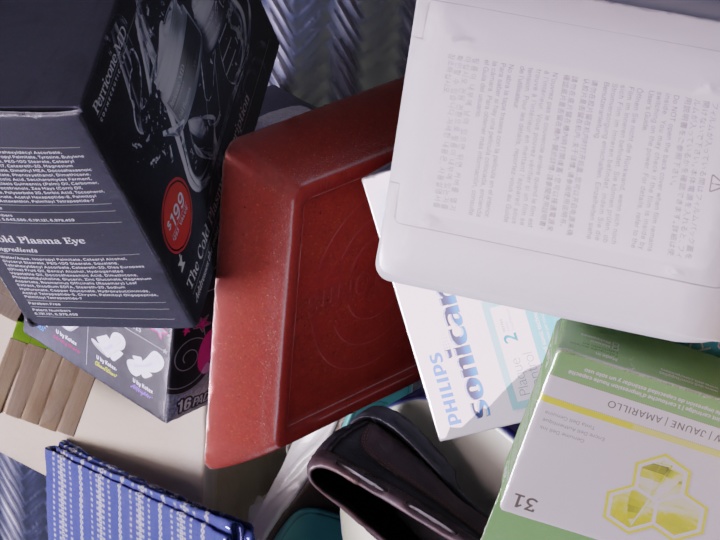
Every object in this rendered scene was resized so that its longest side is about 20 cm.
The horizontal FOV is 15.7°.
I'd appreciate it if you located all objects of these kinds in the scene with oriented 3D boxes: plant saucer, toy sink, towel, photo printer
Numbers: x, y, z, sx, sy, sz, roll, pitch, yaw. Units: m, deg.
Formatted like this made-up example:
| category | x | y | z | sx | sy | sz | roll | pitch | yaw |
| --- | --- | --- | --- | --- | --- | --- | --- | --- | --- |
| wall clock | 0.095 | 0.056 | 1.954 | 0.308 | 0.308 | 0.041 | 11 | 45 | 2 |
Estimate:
| category | x | y | z | sx | sy | sz | roll | pitch | yaw |
| --- | --- | --- | --- | --- | --- | --- | --- | --- | --- |
| plant saucer | 0.000 | 0.000 | 1.448 | 0.037 | 0.199 | 0.201 | 27 | 124 | 35 |
| toy sink | -0.137 | 0.072 | 1.686 | 0.199 | 0.112 | 0.131 | 21 | 120 | 34 |
| towel | -0.130 | 0.195 | 1.613 | 0.200 | 0.024 | 0.146 | 18 | 114 | 47 |
| photo printer | 0.117 | -0.057 | 1.256 | 0.199 | 0.069 | 0.167 | 11 | 101 | 16 |

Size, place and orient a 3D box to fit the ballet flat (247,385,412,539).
| category | x | y | z | sx | sy | sz | roll | pitch | yaw |
| --- | --- | --- | --- | --- | --- | --- | --- | --- | --- |
| ballet flat | -0.031 | 0.135 | 1.601 | 0.069 | 0.069 | 0.201 | 28 | 94 | 35 |

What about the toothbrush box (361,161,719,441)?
| category | x | y | z | sx | sy | sz | roll | pitch | yaw |
| --- | --- | --- | --- | --- | --- | --- | --- | --- | --- |
| toothbrush box | 0.120 | -0.011 | 1.346 | 0.199 | 0.085 | 0.147 | -13 | 97 | 21 |

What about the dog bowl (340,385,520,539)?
| category | x | y | z | sx | sy | sz | roll | pitch | yaw |
| --- | --- | --- | --- | --- | --- | --- | --- | --- | --- |
| dog bowl | 0.083 | 0.155 | 1.516 | 0.200 | 0.079 | 0.201 | 21 | 121 | 40 |

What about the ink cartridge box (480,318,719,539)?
| category | x | y | z | sx | sy | sz | roll | pitch | yaw |
| --- | --- | --- | --- | --- | --- | --- | --- | --- | --- |
| ink cartridge box | 0.140 | 0.128 | 1.326 | 0.145 | 0.048 | 0.201 | 18 | 121 | 0 |

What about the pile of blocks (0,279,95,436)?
| category | x | y | z | sx | sy | sz | roll | pitch | yaw |
| --- | --- | --- | --- | --- | --- | --- | --- | --- | --- |
| pile of blocks | -0.195 | 0.000 | 1.603 | 0.062 | 0.082 | 0.201 | -152 | 58 | -85 |

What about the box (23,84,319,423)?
| category | x | y | z | sx | sy | sz | roll | pitch | yaw |
| --- | --- | --- | --- | --- | --- | --- | --- | --- | --- |
| box | -0.079 | -0.015 | 1.522 | 0.132 | 0.200 | 0.115 | 29 | 126 | 34 |

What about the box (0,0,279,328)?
| category | x | y | z | sx | sy | sz | roll | pitch | yaw |
| --- | --- | --- | --- | --- | --- | --- | --- | --- | --- |
| box | -0.135 | -0.101 | 1.363 | 0.104 | 0.201 | 0.182 | 0 | 145 | 20 |

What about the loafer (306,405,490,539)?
| category | x | y | z | sx | sy | sz | roll | pitch | yaw |
| --- | --- | --- | --- | --- | --- | --- | --- | --- | --- |
| loafer | 0.050 | 0.162 | 1.439 | 0.200 | 0.063 | 0.072 | 44 | 134 | 17 |
